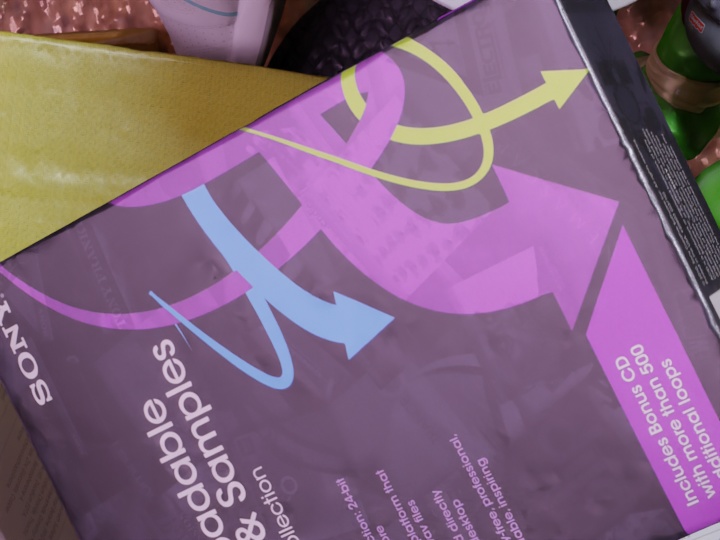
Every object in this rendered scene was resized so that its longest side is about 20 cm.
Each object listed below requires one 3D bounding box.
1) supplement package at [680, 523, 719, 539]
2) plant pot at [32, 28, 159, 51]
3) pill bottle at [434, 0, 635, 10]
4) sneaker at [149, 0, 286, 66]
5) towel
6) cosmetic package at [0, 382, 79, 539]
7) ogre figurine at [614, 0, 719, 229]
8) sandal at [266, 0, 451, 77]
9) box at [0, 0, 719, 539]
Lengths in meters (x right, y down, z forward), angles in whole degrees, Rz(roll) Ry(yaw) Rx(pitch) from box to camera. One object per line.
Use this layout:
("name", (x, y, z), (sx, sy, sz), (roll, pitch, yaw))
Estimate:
("supplement package", (0.097, 0.130, 0.841), (0.114, 0.109, 0.200), (-47, 67, 37))
("plant pot", (-0.188, 0.030, 1.033), (0.194, 0.195, 0.201), (1, 105, 41))
("pill bottle", (0.040, -0.165, 0.778), (0.116, 0.116, 0.201), (-52, 28, 34))
("sneaker", (-0.056, -0.123, 0.888), (0.080, 0.200, 0.071), (11, 64, 5))
("towel", (-0.092, -0.028, 0.894), (0.018, 0.199, 0.087), (-159, 76, -81))
("cosmetic package", (-0.122, 0.114, 0.892), (0.113, 0.081, 0.200), (-27, 110, 21))
("ogre figurine", (0.123, -0.072, 0.786), (0.200, 0.098, 0.120), (-109, 37, -56))
("sandal", (0.000, 0.000, 0.937), (0.075, 0.045, 0.201), (6, 87, 20))
("box", (0.003, 0.026, 0.745), (0.200, 0.036, 0.143), (-27, 89, 29))
